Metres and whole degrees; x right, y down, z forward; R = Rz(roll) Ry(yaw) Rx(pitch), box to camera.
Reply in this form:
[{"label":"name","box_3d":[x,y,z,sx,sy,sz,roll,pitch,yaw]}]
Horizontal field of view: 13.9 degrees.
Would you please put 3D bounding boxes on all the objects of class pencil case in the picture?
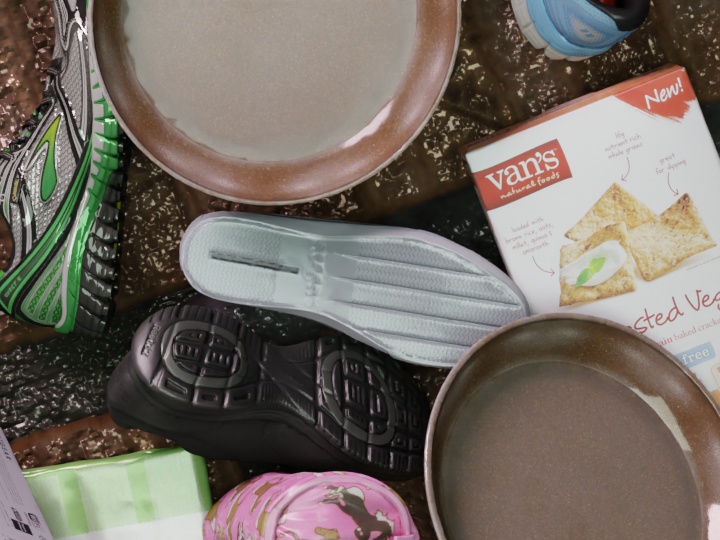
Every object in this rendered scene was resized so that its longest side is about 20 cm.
[{"label":"pencil case","box_3d":[-0.029,0.148,1.605,0.083,0.200,0.087,-32,94,-13]}]

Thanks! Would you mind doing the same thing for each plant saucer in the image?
[{"label":"plant saucer","box_3d":[-0.047,-0.136,1.575,0.200,0.032,0.201,-2,103,-9]},{"label":"plant saucer","box_3d":[0.119,0.122,1.584,0.200,0.032,0.201,11,64,-23]}]

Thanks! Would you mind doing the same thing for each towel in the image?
[{"label":"towel","box_3d":[-0.145,0.207,1.702,0.149,0.031,0.201,-9,95,-3]}]

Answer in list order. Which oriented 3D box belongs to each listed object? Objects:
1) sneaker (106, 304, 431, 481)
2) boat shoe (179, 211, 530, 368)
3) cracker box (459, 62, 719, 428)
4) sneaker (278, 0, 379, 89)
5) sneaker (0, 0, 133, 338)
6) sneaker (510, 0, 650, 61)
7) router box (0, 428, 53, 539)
[{"label":"sneaker","box_3d":[-0.051,0.077,1.666,0.200,0.091,0.076,20,56,-21]},{"label":"boat shoe","box_3d":[0.000,0.000,1.653,0.200,0.067,0.074,18,102,2]},{"label":"cracker box","box_3d":[0.153,-0.001,1.665,0.134,0.058,0.200,-22,96,1]},{"label":"sneaker","box_3d":[-0.005,-0.148,1.636,0.200,0.079,0.078,-37,95,1]},{"label":"sneaker","box_3d":[-0.171,-0.064,1.641,0.085,0.078,0.201,7,97,-1]},{"label":"sneaker","box_3d":[0.113,-0.216,1.614,0.078,0.090,0.200,-28,102,-26]},{"label":"router box","box_3d":[-0.236,0.199,1.600,0.049,0.200,0.180,26,108,-35]}]
